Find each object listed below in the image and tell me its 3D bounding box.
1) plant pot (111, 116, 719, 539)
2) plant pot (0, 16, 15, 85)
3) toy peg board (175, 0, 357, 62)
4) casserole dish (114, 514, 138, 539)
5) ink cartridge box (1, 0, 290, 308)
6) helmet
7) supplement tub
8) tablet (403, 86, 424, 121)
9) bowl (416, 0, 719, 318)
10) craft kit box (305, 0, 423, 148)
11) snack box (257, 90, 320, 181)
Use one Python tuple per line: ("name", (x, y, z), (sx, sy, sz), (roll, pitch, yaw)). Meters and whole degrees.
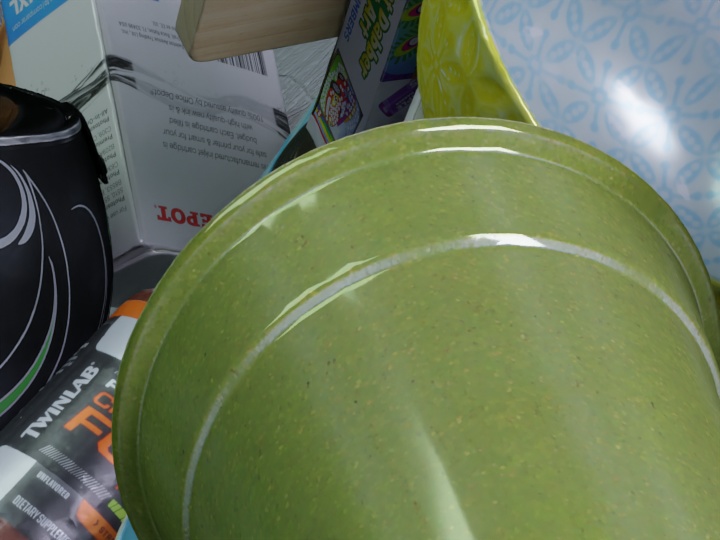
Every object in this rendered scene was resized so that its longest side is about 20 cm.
("plant pot", (0.041, 0.090, 0.525), (0.199, 0.200, 0.190), (-37, 32, 7))
("plant pot", (-0.188, -0.111, 1.410), (0.199, 0.200, 0.141), (-19, 43, 45))
("toy peg board", (0.019, -0.203, 0.790), (0.198, 0.098, 0.200), (-14, -30, -26))
("casserole dish", (-0.050, 0.128, 0.733), (0.199, 0.039, 0.122), (-14, 53, 52))
("ink cartridge box", (-0.115, -0.081, 1.089), (0.084, 0.145, 0.202), (-26, 67, 35))
("helmet", (-0.222, 0.009, 0.946), (0.198, 0.193, 0.200), (8, 16, -2))
("supplement tub", (-0.104, 0.082, 0.899), (0.200, 0.107, 0.107), (-49, 21, -26))
("tablet", (0.000, 0.000, 0.815), (0.200, 0.014, 0.131), (114, 177, -60))
("bowl", (0.091, -0.051, 0.722), (0.108, 0.200, 0.201), (-40, 13, 44))
("craft kit box", (0.089, -0.130, 0.831), (0.198, 0.049, 0.198), (-16, -27, -24))
("snack box", (0.027, -0.109, 0.990), (0.116, 0.037, 0.201), (-25, 27, 51))
